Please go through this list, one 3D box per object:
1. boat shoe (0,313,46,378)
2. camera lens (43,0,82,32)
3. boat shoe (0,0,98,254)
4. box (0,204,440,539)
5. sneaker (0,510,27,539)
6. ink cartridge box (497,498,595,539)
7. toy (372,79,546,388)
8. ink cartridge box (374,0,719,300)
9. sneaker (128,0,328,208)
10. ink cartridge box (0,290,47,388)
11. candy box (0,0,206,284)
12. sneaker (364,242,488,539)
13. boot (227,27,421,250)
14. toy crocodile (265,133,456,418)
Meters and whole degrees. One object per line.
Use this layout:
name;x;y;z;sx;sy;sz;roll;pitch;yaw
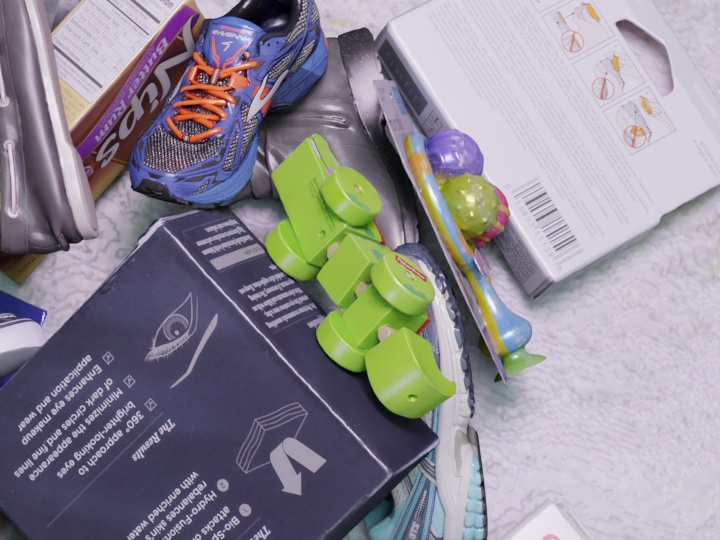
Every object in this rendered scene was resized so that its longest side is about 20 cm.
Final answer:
boat shoe;-0.287;0.045;1.547;0.200;0.072;0.068;-13;76;3
camera lens;-0.230;-0.239;1.618;0.200;0.160;0.160;23;75;-1
boat shoe;-0.201;-0.105;1.505;0.057;0.067;0.200;-15;80;0
box;-0.097;0.101;1.536;0.197;0.117;0.200;-44;84;17
sneaker;-0.207;0.174;1.575;0.082;0.077;0.200;-29;91;-36
ink cartridge box;0.083;0.257;1.575;0.200;0.084;0.144;-38;83;-12
toy;0.069;-0.030;1.606;0.047;0.115;0.200;-20;91;7
ink cartridge box;0.132;-0.107;1.689;0.173;0.044;0.200;-28;81;-24
sneaker;-0.084;-0.113;1.573;0.075;0.079;0.200;15;46;17
ink cartridge box;-0.322;0.067;1.595;0.200;0.047;0.198;23;75;1
candy box;-0.174;-0.093;1.593;0.056;0.117;0.200;41;85;14
sneaker;0.027;0.083;1.586;0.086;0.078;0.200;-7;105;1
boot;-0.037;-0.054;1.652;0.130;0.068;0.200;-13;71;-5
toy crocodile;0.000;0.000;1.538;0.068;0.062;0.200;-48;49;22
